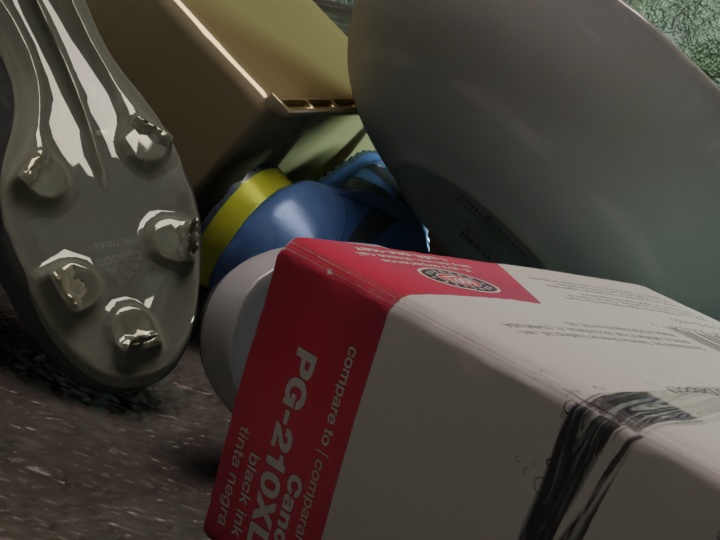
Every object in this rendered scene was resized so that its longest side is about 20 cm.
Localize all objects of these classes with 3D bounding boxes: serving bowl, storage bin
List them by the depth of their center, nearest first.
[{"bbox_3d":[0.065,-0.032,0.657,0.200,0.066,0.200,41,-11,10],"label":"serving bowl"},{"bbox_3d":[-0.092,-0.102,0.744,0.200,0.094,0.198,46,16,9],"label":"storage bin"}]

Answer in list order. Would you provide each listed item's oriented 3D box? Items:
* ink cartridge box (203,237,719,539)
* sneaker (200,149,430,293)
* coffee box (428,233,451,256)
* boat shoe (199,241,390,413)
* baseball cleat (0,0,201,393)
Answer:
[{"bbox_3d":[0.082,0.068,0.427,0.144,0.085,0.199,7,14,-42],"label":"ink cartridge box"},{"bbox_3d":[0.000,0.000,0.711,0.078,0.066,0.200,36,14,10],"label":"sneaker"},{"bbox_3d":[0.051,-0.057,0.991,0.113,0.080,0.200,17,10,10],"label":"coffee box"},{"bbox_3d":[0.016,0.026,0.581,0.199,0.071,0.066,7,8,-45],"label":"boat shoe"},{"bbox_3d":[-0.110,-0.041,0.600,0.069,0.106,0.201,-7,67,-32],"label":"baseball cleat"}]
